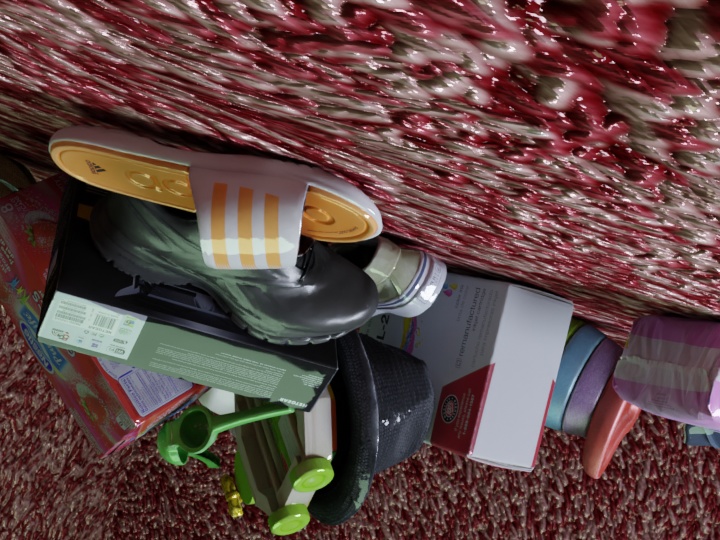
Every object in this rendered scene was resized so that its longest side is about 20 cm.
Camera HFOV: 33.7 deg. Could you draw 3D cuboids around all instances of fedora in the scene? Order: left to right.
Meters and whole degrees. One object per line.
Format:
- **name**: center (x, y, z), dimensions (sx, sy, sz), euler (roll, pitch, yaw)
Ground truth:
- **fedora**: center (-0.002, 0.107, 0.955), dimensions (0.091, 0.201, 0.200), euler (-5, -175, -26)

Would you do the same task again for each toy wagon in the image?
- **toy wagon**: center (-0.072, 0.130, 0.951), dimensions (0.039, 0.155, 0.200), euler (-5, 143, -24)

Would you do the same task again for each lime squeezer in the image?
- **lime squeezer**: center (-0.116, 0.130, 0.910), dimensions (0.070, 0.038, 0.200), euler (21, 152, -15)

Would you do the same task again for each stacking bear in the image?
- **stacking bear**: center (0.168, 0.090, 1.142), dimensions (0.200, 0.114, 0.121), euler (25, -138, 22)

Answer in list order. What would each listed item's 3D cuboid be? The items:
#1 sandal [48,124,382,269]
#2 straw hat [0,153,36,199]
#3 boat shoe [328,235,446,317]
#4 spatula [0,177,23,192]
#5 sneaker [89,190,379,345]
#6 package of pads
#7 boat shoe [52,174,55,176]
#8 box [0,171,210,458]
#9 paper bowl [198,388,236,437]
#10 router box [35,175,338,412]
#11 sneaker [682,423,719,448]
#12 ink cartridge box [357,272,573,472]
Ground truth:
- **sandal**: center (-0.090, -0.031, 0.690), dimensions (0.206, 0.059, 0.079), euler (12, 159, 11)
- **straw hat**: center (-0.355, -0.072, 1.122), dimensions (0.201, 0.085, 0.201), euler (35, 177, 2)
- **boat shoe**: center (0.000, 0.000, 0.955), dimensions (0.062, 0.072, 0.200), euler (35, 162, -18)
- **spatula**: center (-0.296, -0.069, 0.980), dimensions (0.056, 0.021, 0.200), euler (13, 158, 42)
- **sneaker**: center (-0.074, -0.016, 0.778), dimensions (0.199, 0.076, 0.091), euler (21, 138, -15)
- **package of pads**: center (0.300, 0.092, 0.877), dimensions (0.199, 0.076, 0.120), euler (18, 178, -22)
- **boat shoe**: center (-0.231, -0.022, 1.168), dimensions (0.200, 0.072, 0.066), euler (39, -178, -23)
- **box**: center (-0.202, 0.029, 0.916), dimensions (0.100, 0.200, 0.095), euler (-31, 175, -37)
- **paper bowl**: center (-0.113, 0.073, 1.228), dimensions (0.104, 0.201, 0.201), euler (4, 180, -18)
- **router box**: center (-0.118, 0.005, 0.847), dimensions (0.199, 0.052, 0.158), euler (18, -142, -19)
- **sneaker**: center (0.415, 0.159, 1.212), dimensions (0.146, 0.077, 0.202), euler (-2, 155, 39)
- **ink cartridge box**: center (0.071, 0.077, 1.032), dimensions (0.083, 0.146, 0.200), euler (16, 176, -37)
